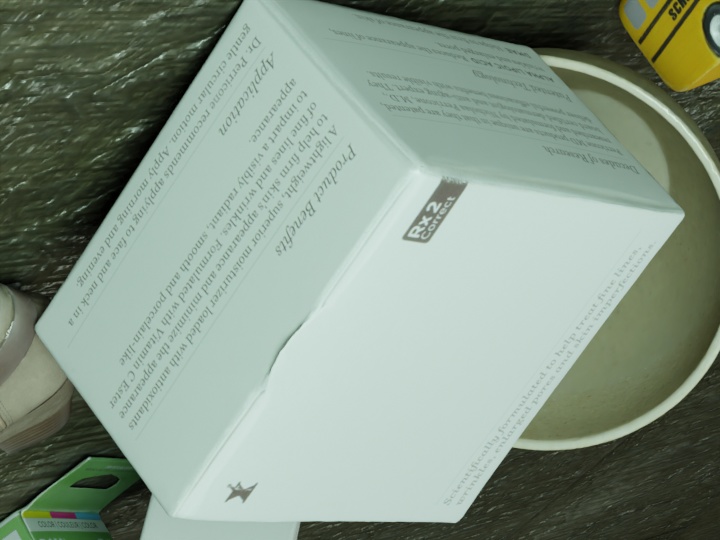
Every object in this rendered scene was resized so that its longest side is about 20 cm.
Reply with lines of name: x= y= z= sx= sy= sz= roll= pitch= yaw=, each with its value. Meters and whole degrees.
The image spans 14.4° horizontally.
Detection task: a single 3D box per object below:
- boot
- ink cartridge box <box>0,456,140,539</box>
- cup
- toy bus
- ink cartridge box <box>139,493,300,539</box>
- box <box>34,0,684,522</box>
boot: x=-0.220 y=0.073 z=1.319 sx=0.200 sy=0.070 sz=0.146 roll=-34 pitch=157 yaw=-3
ink cartridge box: x=-0.197 y=0.190 z=1.667 sx=0.200 sy=0.059 sz=0.104 roll=-38 pitch=162 yaw=14
cup: x=0.098 y=-0.028 z=1.444 sx=0.200 sy=0.200 sz=0.143 roll=-40 pitch=-174 yaw=21
toy bus: x=0.202 y=-0.166 z=1.392 sx=0.065 sy=0.078 sz=0.200 roll=-22 pitch=160 yaw=-30
ink cartridge box: x=-0.080 y=0.156 z=1.627 sx=0.084 sy=0.145 sz=0.200 roll=13 pitch=156 yaw=0
box: x=0.000 y=0.000 z=1.277 sx=0.200 sy=0.131 sz=0.199 roll=7 pitch=125 yaw=-49
